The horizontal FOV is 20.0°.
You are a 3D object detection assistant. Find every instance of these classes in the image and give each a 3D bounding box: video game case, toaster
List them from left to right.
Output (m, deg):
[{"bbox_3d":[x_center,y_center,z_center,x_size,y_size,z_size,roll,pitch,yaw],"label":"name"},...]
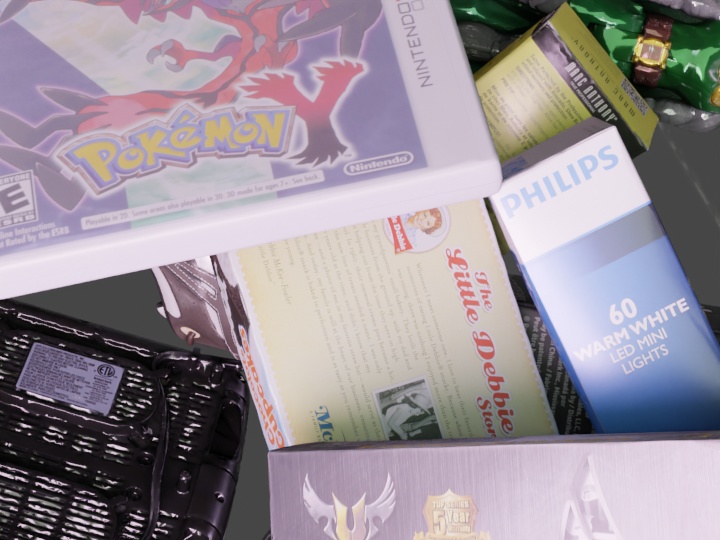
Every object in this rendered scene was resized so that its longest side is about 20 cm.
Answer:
[{"bbox_3d":[-0.144,0.111,0.913,0.199,0.181,0.119,16,131,-3],"label":"toaster"},{"bbox_3d":[-0.060,-0.083,0.816,0.198,0.183,0.023,-12,141,-2],"label":"video game case"}]

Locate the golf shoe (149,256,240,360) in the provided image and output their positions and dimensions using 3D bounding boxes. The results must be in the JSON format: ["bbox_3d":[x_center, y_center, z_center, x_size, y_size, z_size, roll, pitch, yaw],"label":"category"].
[{"bbox_3d":[-0.035,0.012,0.921,0.200,0.078,0.094,50,134,-2],"label":"golf shoe"}]

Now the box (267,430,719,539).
[{"bbox_3d":[0.066,0.140,0.749,0.199,0.048,0.160,-3,90,26],"label":"box"}]

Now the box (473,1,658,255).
[{"bbox_3d":[0.037,-0.032,0.944,0.200,0.050,0.075,-39,95,22],"label":"box"}]

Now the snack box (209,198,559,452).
[{"bbox_3d":[0.000,0.000,0.856,0.115,0.037,0.201,-16,84,-18],"label":"snack box"}]

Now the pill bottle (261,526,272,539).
[{"bbox_3d":[0.000,0.162,0.919,0.113,0.200,0.115,0,97,-1],"label":"pill bottle"}]

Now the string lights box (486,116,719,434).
[{"bbox_3d":[0.116,0.041,0.832,0.059,0.103,0.201,-26,95,4],"label":"string lights box"}]

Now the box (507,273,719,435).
[{"bbox_3d":[0.149,0.070,0.948,0.198,0.122,0.107,9,96,-2],"label":"box"}]

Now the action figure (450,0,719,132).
[{"bbox_3d":[0.113,-0.110,0.962,0.198,0.055,0.119,12,104,-1],"label":"action figure"}]
